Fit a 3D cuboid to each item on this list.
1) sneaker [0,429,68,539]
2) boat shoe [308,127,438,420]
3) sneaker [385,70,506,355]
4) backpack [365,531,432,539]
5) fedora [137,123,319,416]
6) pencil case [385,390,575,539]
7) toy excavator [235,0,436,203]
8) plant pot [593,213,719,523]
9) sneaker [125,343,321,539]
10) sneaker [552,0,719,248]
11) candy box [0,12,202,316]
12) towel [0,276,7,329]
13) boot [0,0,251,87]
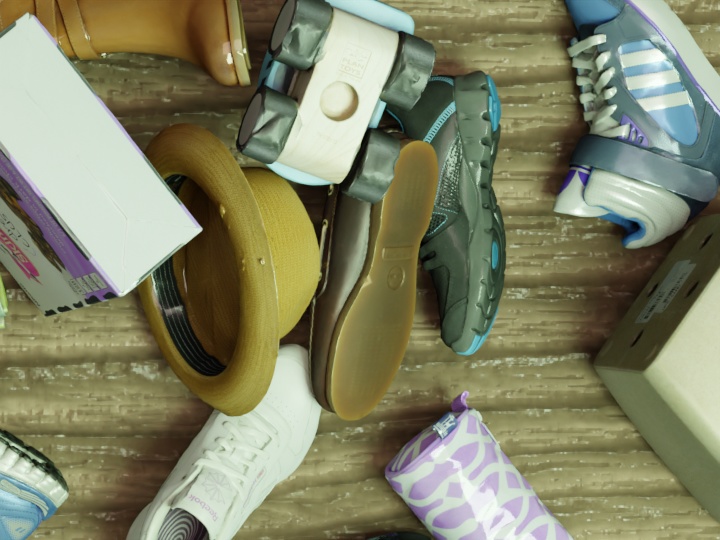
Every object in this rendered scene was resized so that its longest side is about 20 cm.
[{"bbox_3d":[-0.299,0.125,1.200,0.200,0.079,0.089,36,86,-11],"label":"sneaker"},{"bbox_3d":[0.000,0.000,1.233,0.070,0.070,0.201,11,96,-47],"label":"boat shoe"},{"bbox_3d":[0.060,-0.040,1.272,0.082,0.073,0.201,-2,87,13],"label":"sneaker"},{"bbox_3d":[-0.011,0.288,1.211,0.199,0.151,0.178,-18,95,-3],"label":"backpack"},{"bbox_3d":[-0.083,-0.005,1.201,0.082,0.200,0.201,-15,91,-33],"label":"fedora"},{"bbox_3d":[0.104,0.184,1.261,0.085,0.084,0.200,-42,96,-31],"label":"pencil case"},{"bbox_3d":[-0.021,-0.161,1.204,0.100,0.200,0.195,18,100,-17],"label":"toy excavator"},{"bbox_3d":[0.280,0.065,1.223,0.177,0.200,0.200,37,84,-7],"label":"plant pot"},{"bbox_3d":[-0.086,0.140,1.223,0.075,0.100,0.200,35,83,-5],"label":"sneaker"},{"bbox_3d":[0.176,-0.112,1.273,0.146,0.081,0.200,-45,100,-11],"label":"sneaker"},{"bbox_3d":[-0.206,-0.060,1.147,0.072,0.200,0.168,-42,101,-21],"label":"candy box"},{"bbox_3d":[-0.328,-0.047,1.231,0.143,0.023,0.201,-10,90,-9],"label":"towel"},{"bbox_3d":[-0.163,-0.165,1.180,0.155,0.200,0.077,-16,133,-15],"label":"boot"}]
